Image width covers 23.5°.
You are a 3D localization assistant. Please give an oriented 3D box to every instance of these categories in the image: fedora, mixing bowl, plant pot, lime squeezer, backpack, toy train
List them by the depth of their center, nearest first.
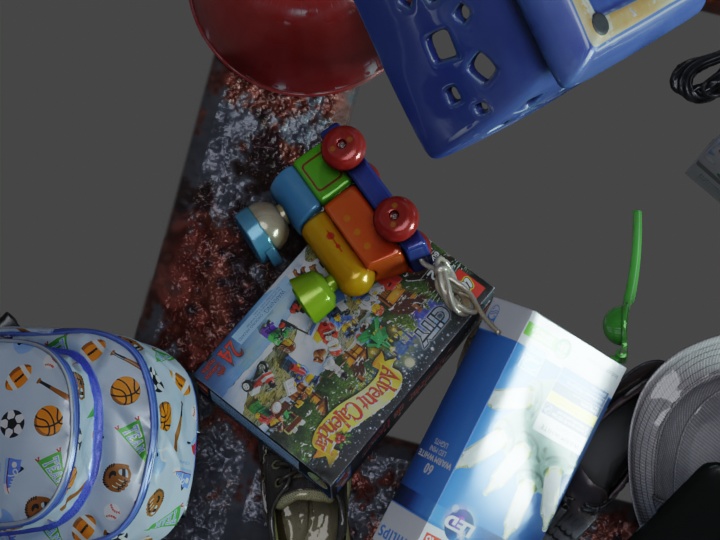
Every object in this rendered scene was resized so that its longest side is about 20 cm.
[{"bbox_3d":[0.123,-0.223,1.259,0.199,0.179,0.201,-30,97,-37],"label":"plant pot"},{"bbox_3d":[-0.217,0.123,1.262,0.189,0.154,0.202,-3,83,17],"label":"backpack"},{"bbox_3d":[0.000,0.000,1.275,0.115,0.085,0.201,-35,69,-2],"label":"toy train"},{"bbox_3d":[0.293,0.154,1.278,0.175,0.090,0.202,-12,104,-14],"label":"fedora"},{"bbox_3d":[-0.042,-0.246,1.347,0.198,0.108,0.202,0,82,0],"label":"mixing bowl"},{"bbox_3d":[0.183,0.050,1.356,0.070,0.038,0.200,35,84,35],"label":"lime squeezer"}]

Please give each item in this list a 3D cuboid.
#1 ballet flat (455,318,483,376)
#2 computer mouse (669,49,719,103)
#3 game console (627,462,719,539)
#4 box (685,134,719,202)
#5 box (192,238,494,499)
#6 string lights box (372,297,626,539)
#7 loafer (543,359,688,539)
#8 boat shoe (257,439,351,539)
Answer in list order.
[{"bbox_3d":[0.088,0.124,1.318,0.067,0.046,0.202,22,93,2],"label":"ballet flat"},{"bbox_3d":[0.348,-0.121,1.333,0.138,0.053,0.200,-33,49,-10],"label":"computer mouse"},{"bbox_3d":[0.278,0.244,1.256,0.200,0.176,0.117,42,84,5],"label":"game console"},{"bbox_3d":[0.327,-0.051,1.280,0.156,0.200,0.041,41,85,4],"label":"box"},{"bbox_3d":[-0.011,0.052,1.313,0.136,0.038,0.200,36,71,15],"label":"box"},{"bbox_3d":[0.102,0.134,1.273,0.102,0.059,0.201,29,84,-29],"label":"string lights box"},{"bbox_3d":[0.177,0.144,1.323,0.072,0.063,0.200,43,84,5],"label":"loafer"},{"bbox_3d":[-0.039,0.169,1.317,0.072,0.065,0.202,-11,82,0],"label":"boat shoe"}]
